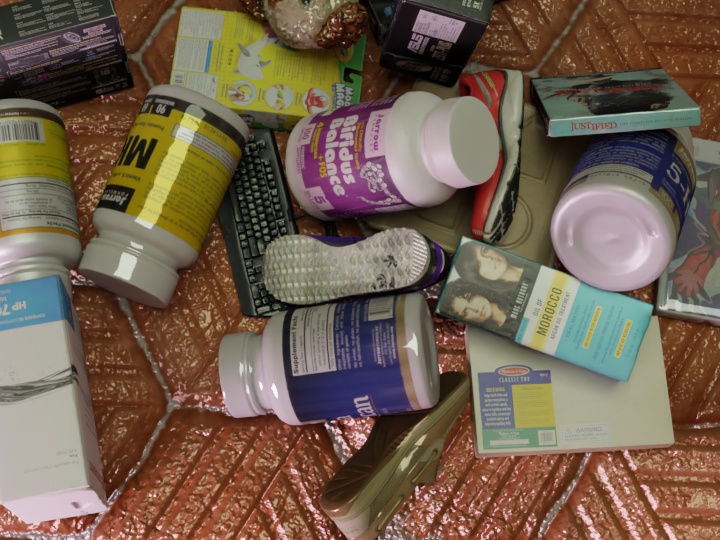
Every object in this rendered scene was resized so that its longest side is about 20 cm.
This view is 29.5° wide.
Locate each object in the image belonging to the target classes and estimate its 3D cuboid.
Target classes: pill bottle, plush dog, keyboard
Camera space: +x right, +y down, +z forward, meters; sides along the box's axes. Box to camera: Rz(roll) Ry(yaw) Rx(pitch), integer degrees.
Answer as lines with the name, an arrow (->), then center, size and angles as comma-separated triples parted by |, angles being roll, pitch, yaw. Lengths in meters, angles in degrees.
pill bottle -> 0.031, -0.113, 1.334 | 0.199, 0.112, 0.113 | -7, 66, 40
pill bottle -> -0.336, -0.060, 1.355 | 0.109, 0.109, 0.201 | -9, 73, -6
pill bottle -> 0.267, -0.081, 1.351 | 0.119, 0.120, 0.200 | 26, 40, 5
pill bottle -> -0.197, -0.072, 1.361 | 0.114, 0.114, 0.201 | 21, 76, 4
pill bottle -> -0.030, 0.089, 1.312 | 0.199, 0.111, 0.112 | -8, 72, 11
plush dog -> -0.039, -0.310, 1.408 | 0.200, 0.160, 0.172 | 26, 89, 36
keyboard -> -0.080, -0.054, 1.414 | 0.126, 0.021, 0.201 | -13, 74, -7

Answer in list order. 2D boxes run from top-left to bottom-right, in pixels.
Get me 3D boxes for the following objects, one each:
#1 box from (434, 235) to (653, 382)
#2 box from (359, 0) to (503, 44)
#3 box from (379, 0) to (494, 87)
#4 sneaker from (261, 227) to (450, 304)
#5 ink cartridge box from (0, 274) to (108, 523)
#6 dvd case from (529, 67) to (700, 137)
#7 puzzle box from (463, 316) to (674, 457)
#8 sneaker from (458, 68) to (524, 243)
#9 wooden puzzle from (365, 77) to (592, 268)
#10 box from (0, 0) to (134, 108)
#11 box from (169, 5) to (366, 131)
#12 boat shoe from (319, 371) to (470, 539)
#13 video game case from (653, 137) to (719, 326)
box -> 0.179, 0.037, 1.346 | 0.199, 0.049, 0.083 | 20, 89, 3
box -> 0.082, -0.355, 1.503 | 0.199, 0.050, 0.158 | -20, 75, -8
box -> 0.087, -0.295, 1.355 | 0.086, 0.200, 0.165 | 15, 80, -3
sneaker -> 0.000, 0.001, 1.349 | 0.199, 0.099, 0.070 | -2, 85, 32
ink cartridge box -> -0.296, 0.123, 1.278 | 0.085, 0.147, 0.201 | -9, 73, -7
dvd case -> 0.251, -0.172, 1.383 | 0.145, 0.200, 0.022 | -4, 108, 4
puzzle box -> 0.207, 0.115, 1.372 | 0.199, 0.025, 0.134 | -2, 73, -4
sneaker -> 0.120, -0.114, 1.379 | 0.084, 0.077, 0.201 | 3, 60, 8
wooden puzzle -> 0.125, -0.095, 1.428 | 0.199, 0.046, 0.186 | 17, 72, 7
box -> -0.336, -0.210, 1.377 | 0.199, 0.160, 0.044 | -17, 73, -8
box -> -0.097, -0.210, 1.450 | 0.199, 0.048, 0.118 | 6, 71, 1
boat shoe -> 0.043, 0.179, 1.328 | 0.200, 0.071, 0.065 | -45, 114, -23
video game case -> 0.405, -0.035, 1.432 | 0.181, 0.023, 0.201 | 10, 72, 0
